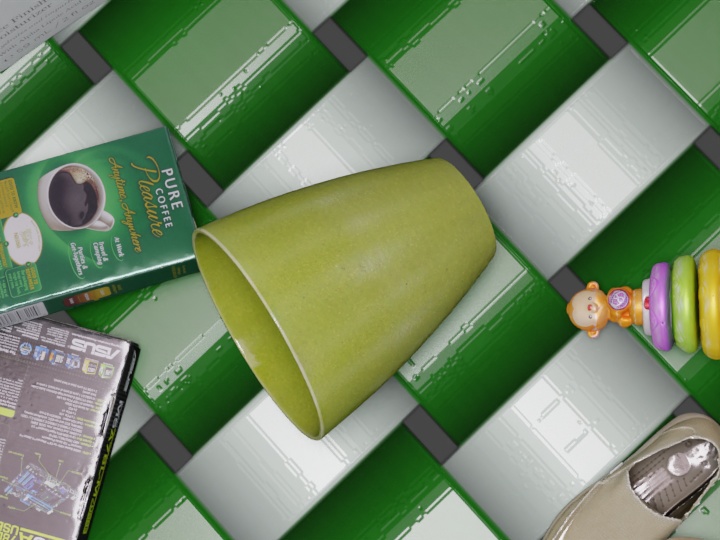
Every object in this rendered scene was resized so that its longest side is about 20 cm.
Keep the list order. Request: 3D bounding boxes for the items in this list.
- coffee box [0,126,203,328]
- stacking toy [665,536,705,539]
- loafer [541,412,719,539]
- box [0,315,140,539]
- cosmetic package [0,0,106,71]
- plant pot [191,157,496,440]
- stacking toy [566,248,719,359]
[{"bbox_3d":[-0.235,-0.032,1.315,0.198,0.044,0.124,-17,71,-7],"label":"coffee box"},{"bbox_3d":[0.242,0.310,1.229,0.085,0.085,0.202,16,101,6],"label":"stacking toy"},{"bbox_3d":[0.210,0.187,1.260,0.076,0.068,0.200,42,87,9],"label":"loafer"},{"bbox_3d":[-0.301,0.127,1.319,0.198,0.048,0.195,14,85,5],"label":"box"},{"bbox_3d":[-0.296,-0.292,1.300,0.164,0.200,0.166,-34,81,-1],"label":"cosmetic package"},{"bbox_3d":[0.000,0.000,1.263,0.199,0.187,0.188,-31,81,-16],"label":"plant pot"},{"bbox_3d":[0.261,0.026,1.274,0.198,0.110,0.117,-2,84,15],"label":"stacking toy"}]
